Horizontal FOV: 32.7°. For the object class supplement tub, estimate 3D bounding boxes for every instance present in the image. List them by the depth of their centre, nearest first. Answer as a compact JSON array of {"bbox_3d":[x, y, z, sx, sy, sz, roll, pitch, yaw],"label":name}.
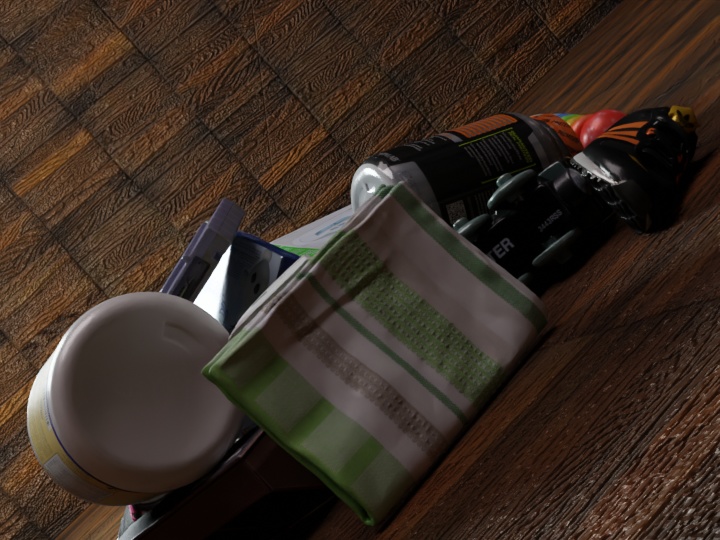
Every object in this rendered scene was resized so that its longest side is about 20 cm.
[{"bbox_3d":[-0.179,0.106,0.951,0.145,0.145,0.200,-44,4,-25],"label":"supplement tub"},{"bbox_3d":[0.102,-0.071,1.121,0.199,0.123,0.123,-20,-5,-22],"label":"supplement tub"}]

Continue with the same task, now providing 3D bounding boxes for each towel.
[{"bbox_3d":[0.016,0.044,0.786,0.200,0.149,0.031,-46,-9,-32],"label":"towel"}]

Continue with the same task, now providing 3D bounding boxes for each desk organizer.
[{"bbox_3d":[-0.110,0.196,0.927,0.200,0.077,0.072,-40,4,31],"label":"desk organizer"}]

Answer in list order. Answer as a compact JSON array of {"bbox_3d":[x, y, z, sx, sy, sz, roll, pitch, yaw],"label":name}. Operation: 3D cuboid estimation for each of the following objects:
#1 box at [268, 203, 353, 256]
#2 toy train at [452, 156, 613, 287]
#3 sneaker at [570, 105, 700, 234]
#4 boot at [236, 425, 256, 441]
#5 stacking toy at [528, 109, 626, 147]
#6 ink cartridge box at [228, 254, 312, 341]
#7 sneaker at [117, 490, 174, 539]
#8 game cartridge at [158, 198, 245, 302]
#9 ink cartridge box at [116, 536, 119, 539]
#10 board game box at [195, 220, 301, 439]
[{"bbox_3d":[0.000,0.000,1.237,0.199,0.097,0.176,-26,15,-23],"label":"box"},{"bbox_3d":[0.118,-0.014,1.001,0.200,0.085,0.114,-44,-11,28],"label":"toy train"},{"bbox_3d":[0.209,-0.088,0.901,0.090,0.070,0.200,-44,2,13],"label":"sneaker"},{"bbox_3d":[-0.057,0.154,1.058,0.200,0.073,0.090,-41,-11,-22],"label":"boot"},{"bbox_3d":[0.222,-0.127,1.247,0.085,0.085,0.200,-43,10,-12],"label":"stacking toy"},{"bbox_3d":[-0.018,0.067,0.919,0.083,0.147,0.200,-44,3,-2],"label":"ink cartridge box"},{"bbox_3d":[-0.198,0.185,1.120,0.200,0.087,0.074,-62,33,31],"label":"sneaker"},{"bbox_3d":[-0.173,0.032,1.118,0.200,0.038,0.130,-56,12,13],"label":"game cartridge"},{"bbox_3d":[-0.147,0.209,1.205,0.161,0.050,0.201,8,66,60],"label":"ink cartridge box"},{"bbox_3d":[-0.121,0.068,1.163,0.200,0.043,0.200,24,99,61],"label":"board game box"}]
